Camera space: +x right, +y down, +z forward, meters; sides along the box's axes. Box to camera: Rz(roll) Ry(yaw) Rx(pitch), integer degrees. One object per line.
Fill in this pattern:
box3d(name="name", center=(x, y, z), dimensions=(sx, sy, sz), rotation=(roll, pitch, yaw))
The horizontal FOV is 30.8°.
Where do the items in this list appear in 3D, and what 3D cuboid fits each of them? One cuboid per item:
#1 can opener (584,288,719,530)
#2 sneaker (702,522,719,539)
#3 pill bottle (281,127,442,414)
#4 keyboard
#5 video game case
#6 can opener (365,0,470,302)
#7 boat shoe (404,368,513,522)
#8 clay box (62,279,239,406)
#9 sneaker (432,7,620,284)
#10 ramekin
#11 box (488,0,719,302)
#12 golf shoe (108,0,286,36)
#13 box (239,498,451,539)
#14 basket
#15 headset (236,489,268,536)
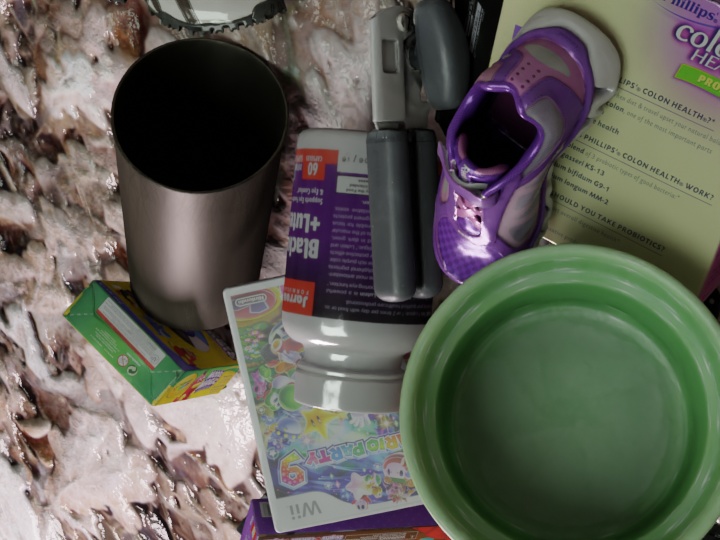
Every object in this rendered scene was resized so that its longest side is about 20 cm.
box3d(name="can opener", center=(0.193, 0.092, 0.875), dimensions=(0.063, 0.200, 0.079), rotation=(22, 162, -11))
box3d(name="sneaker", center=(0.198, 0.177, 0.901), dimensions=(0.200, 0.074, 0.079), rotation=(40, 178, 32))
box3d(name="pill bottle", center=(0.000, 0.000, 0.964), dimensions=(0.111, 0.111, 0.201), rotation=(6, 92, 38))
box3d(name="keyboard", center=(0.088, -0.169, 0.871), dimensions=(0.104, 0.040, 0.200), rotation=(-112, 23, -45))
box3d(name="video game case", center=(-0.019, 0.097, 1.038), dimensions=(0.143, 0.018, 0.200), rotation=(-12, 94, 3))
box3d(name="can opener", center=(0.039, -0.079, 0.874), dimensions=(0.067, 0.053, 0.201), rotation=(1, 95, 47))
box3d(name="boat shoe", center=(0.076, 0.123, 0.929), dimensions=(0.200, 0.062, 0.071), rotation=(50, 124, 48))
box3d(name="clay box", center=(-0.178, 0.063, 1.189), dimensions=(0.115, 0.200, 0.048), rotation=(44, 98, 9))
box3d(name="sneaker", center=(0.079, -0.062, 0.790), dimensions=(0.080, 0.088, 0.200), rotation=(36, 135, 15))
box3d(name="ramekin", center=(0.127, 0.091, 0.798), dimensions=(0.200, 0.200, 0.098), rotation=(41, 177, 13))
box3d(name="box", center=(0.176, -0.107, 0.813), dimensions=(0.176, 0.097, 0.200), rotation=(29, 133, 23))
box3d(name="golf shoe", center=(-0.144, -0.245, 1.010), dimensions=(0.200, 0.078, 0.095), rotation=(23, 129, 26))
box3d(name="box", center=(-0.008, 0.248, 1.135), dimensions=(0.137, 0.200, 0.039), rotation=(108, 155, -43))
box3d(name="basket", center=(-0.134, -0.057, 1.077), dimensions=(0.136, 0.181, 0.200), rotation=(4, 138, -6))
box3d(name="headset", center=(-0.025, 0.180, 1.155), dimensions=(0.094, 0.123, 0.200), rotation=(44, 112, 9))
